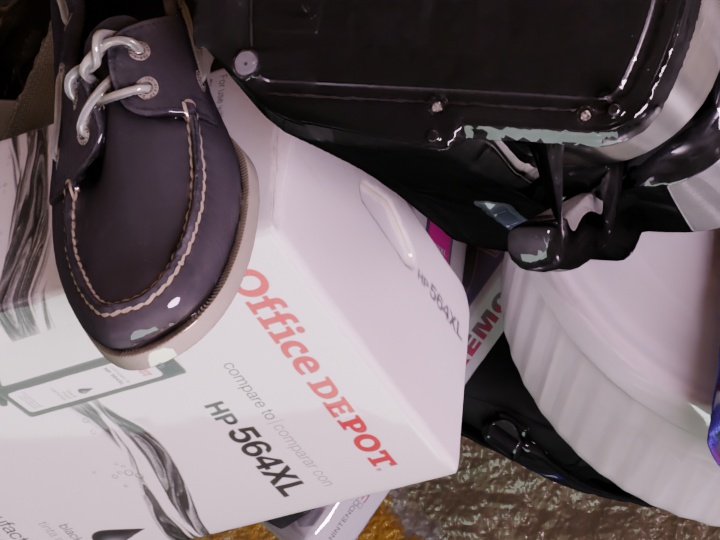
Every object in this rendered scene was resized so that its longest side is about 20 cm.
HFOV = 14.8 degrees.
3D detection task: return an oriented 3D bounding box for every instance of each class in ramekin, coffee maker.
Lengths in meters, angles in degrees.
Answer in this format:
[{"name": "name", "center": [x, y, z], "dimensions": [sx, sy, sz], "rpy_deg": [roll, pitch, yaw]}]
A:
[{"name": "ramekin", "center": [0.143, 0.003, 1.011], "dimensions": [0.201, 0.203, 0.094], "rpy_deg": [6, 144, -12]}, {"name": "coffee maker", "center": [0.035, -0.084, 0.857], "dimensions": [0.192, 0.135, 0.200], "rpy_deg": [29, 180, 19]}]

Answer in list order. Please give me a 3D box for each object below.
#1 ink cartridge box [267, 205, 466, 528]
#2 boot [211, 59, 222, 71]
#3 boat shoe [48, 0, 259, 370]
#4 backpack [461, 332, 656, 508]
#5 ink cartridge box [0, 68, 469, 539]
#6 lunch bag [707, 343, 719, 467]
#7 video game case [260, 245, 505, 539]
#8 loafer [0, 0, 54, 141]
[{"name": "ink cartridge box", "center": [0.000, 0.000, 1.104], "dimensions": [0.037, 0.201, 0.095], "rpy_deg": [33, 133, -27]}, {"name": "boot", "center": [-0.087, -0.034, 1.112], "dimensions": [0.199, 0.156, 0.072], "rpy_deg": [-4, 168, 42]}, {"name": "boat shoe", "center": [-0.080, -0.055, 0.882], "dimensions": [0.072, 0.201, 0.063], "rpy_deg": [-24, 133, 17]}, {"name": "backpack", "center": [0.108, 0.039, 1.234], "dimensions": [0.163, 0.154, 0.200], "rpy_deg": [20, 164, 38]}, {"name": "ink cartridge box", "center": [-0.080, 0.023, 0.970], "dimensions": [0.199, 0.085, 0.146], "rpy_deg": [-16, 136, 22]}, {"name": "lunch bag", "center": [0.217, -0.010, 0.891], "dimensions": [0.199, 0.171, 0.124], "rpy_deg": [-6, 140, 28]}, {"name": "video game case", "center": [-0.006, 0.017, 1.157], "dimensions": [0.023, 0.183, 0.200], "rpy_deg": [37, 177, -28]}, {"name": "loafer", "center": [-0.139, -0.062, 1.060], "dimensions": [0.068, 0.076, 0.200], "rpy_deg": [30, 119, -31]}]
